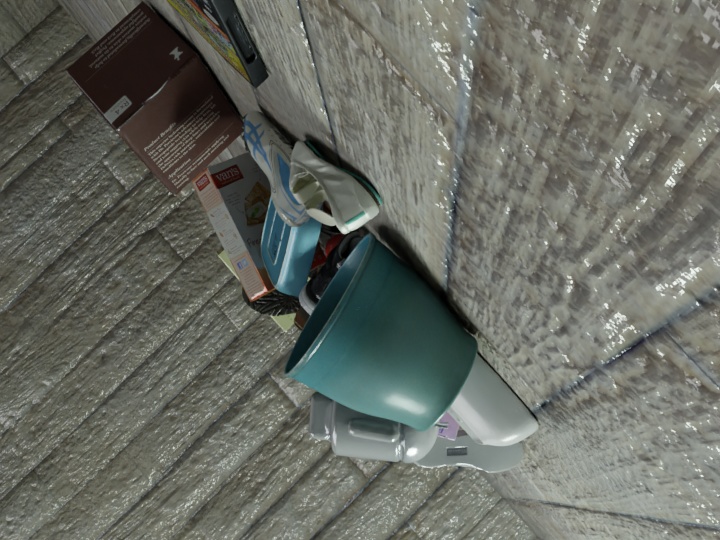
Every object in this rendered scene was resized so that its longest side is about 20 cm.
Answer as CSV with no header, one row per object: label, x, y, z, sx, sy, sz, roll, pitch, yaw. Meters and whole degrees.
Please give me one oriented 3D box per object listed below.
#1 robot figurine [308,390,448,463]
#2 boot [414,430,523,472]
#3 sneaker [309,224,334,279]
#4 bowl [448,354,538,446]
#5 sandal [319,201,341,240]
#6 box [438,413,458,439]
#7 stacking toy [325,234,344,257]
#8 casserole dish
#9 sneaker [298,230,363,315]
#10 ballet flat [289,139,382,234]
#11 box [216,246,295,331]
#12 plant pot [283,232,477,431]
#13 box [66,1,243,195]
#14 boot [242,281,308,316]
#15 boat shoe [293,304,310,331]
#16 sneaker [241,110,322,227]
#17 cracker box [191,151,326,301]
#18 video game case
robot figurine,0.027,0.209,1.395,0.195,0.116,0.170,5,-171,6
boot,0.169,0.290,1.658,0.195,0.075,0.096,5,-173,-11
sneaker,-0.056,-0.025,1.587,0.075,0.086,0.201,46,173,24
bowl,0.151,0.171,1.381,0.200,0.075,0.200,46,175,6
sandal,-0.064,-0.078,1.413,0.079,0.059,0.206,49,175,-13
box,0.062,0.187,1.597,0.172,0.099,0.200,17,180,-9
stacking toy,-0.001,0.017,1.543,0.085,0.085,0.202,42,165,46
casserole dish,-0.099,-0.055,1.360,0.122,0.038,0.202,-117,32,-41
sneaker,0.000,0.000,1.382,0.075,0.114,0.199,44,-151,12
ballet flat,-0.045,-0.095,1.119,0.070,0.069,0.200,51,174,-35
box,-0.153,-0.017,1.926,0.201,0.176,0.097,48,174,-10
plant pot,0.036,0.090,1.206,0.186,0.202,0.200,32,176,-7
box,-0.312,-0.263,1.530,0.164,0.166,0.201,45,174,30
boot,-0.085,0.048,1.650,0.178,0.074,0.200,10,-178,14
boat shoe,-0.046,0.084,1.436,0.076,0.074,0.199,45,-166,17
sneaker,-0.098,-0.142,1.276,0.072,0.072,0.202,36,-160,-51
cracker box,-0.150,-0.074,1.482,0.057,0.133,0.203,-27,90,47
video game case,-0.183,-0.298,1.013,0.200,0.025,0.181,46,174,18
